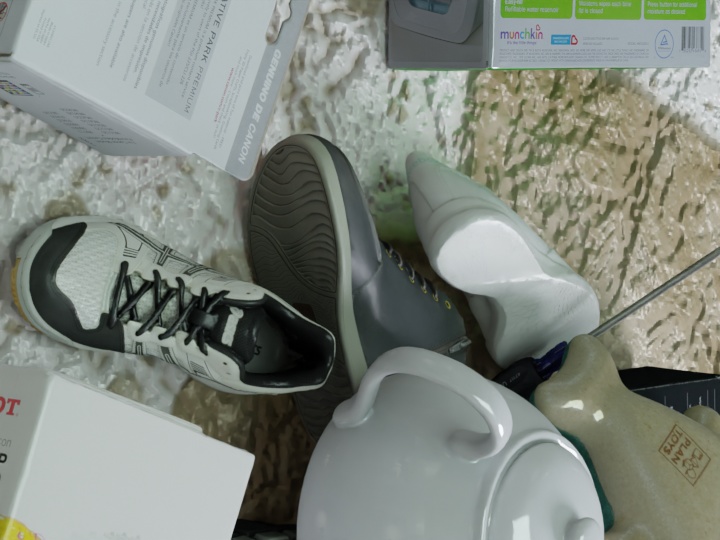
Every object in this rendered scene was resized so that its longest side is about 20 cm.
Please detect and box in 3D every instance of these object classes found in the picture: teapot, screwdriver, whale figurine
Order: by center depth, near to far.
[{"bbox_3d":[0.068,0.145,1.591,0.200,0.146,0.198,5,85,-51],"label":"teapot"},{"bbox_3d":[0.169,0.138,1.715,0.200,0.104,0.159,47,45,-8],"label":"whale figurine"},{"bbox_3d":[0.142,0.038,1.736,0.200,0.029,0.028,-37,119,12],"label":"screwdriver"}]

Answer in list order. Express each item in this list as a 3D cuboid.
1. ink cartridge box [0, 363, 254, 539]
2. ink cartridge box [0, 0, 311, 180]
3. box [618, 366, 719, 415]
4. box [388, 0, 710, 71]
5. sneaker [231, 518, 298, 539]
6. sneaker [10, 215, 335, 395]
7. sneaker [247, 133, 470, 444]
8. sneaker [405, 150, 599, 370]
[{"bbox_3d":[-0.175,0.159,1.453,0.144,0.147,0.201,25,76,-40],"label":"ink cartridge box"},{"bbox_3d":[-0.114,-0.169,1.528,0.175,0.084,0.201,29,74,-40],"label":"ink cartridge box"},{"bbox_3d":[0.162,0.169,1.811,0.141,0.079,0.201,-5,97,-43],"label":"box"},{"bbox_3d":[0.119,-0.210,1.731,0.199,0.096,0.177,-5,96,-42],"label":"box"},{"bbox_3d":[-0.033,0.183,1.636,0.199,0.075,0.080,4,93,-42],"label":"sneaker"},{"bbox_3d":[-0.096,0.019,1.557,0.200,0.087,0.076,18,83,-40],"label":"sneaker"},{"bbox_3d":[0.000,0.000,1.662,0.106,0.075,0.201,-33,123,-41],"label":"sneaker"},{"bbox_3d":[0.084,-0.009,1.737,0.075,0.089,0.200,-34,142,3],"label":"sneaker"}]
